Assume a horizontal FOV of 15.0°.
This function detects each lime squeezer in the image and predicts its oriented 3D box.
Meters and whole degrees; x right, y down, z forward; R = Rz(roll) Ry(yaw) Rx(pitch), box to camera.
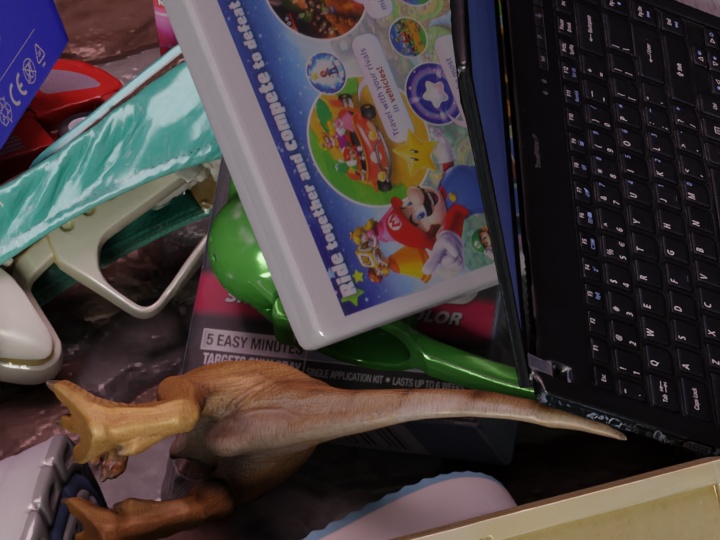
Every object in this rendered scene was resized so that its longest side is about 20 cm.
[{"bbox_3d":[0.000,0.000,0.826,0.071,0.038,0.200,-32,64,-32],"label":"lime squeezer"}]

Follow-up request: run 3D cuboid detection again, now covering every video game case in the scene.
[{"bbox_3d":[0.042,-0.072,0.822,0.200,0.144,0.018,-19,-6,-29],"label":"video game case"}]

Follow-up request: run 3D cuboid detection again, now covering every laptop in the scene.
[{"bbox_3d":[0.086,-0.053,0.735,0.199,0.103,0.178,18,45,-20],"label":"laptop"}]

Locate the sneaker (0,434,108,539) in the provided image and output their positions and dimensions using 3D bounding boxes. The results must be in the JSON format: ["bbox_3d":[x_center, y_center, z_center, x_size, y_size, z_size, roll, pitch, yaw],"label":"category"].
[{"bbox_3d":[-0.128,0.126,0.765,0.087,0.075,0.200,-10,28,17],"label":"sneaker"}]

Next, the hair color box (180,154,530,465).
[{"bbox_3d":[0.012,-0.045,0.880,0.099,0.061,0.201,5,74,15],"label":"hair color box"}]

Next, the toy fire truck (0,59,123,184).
[{"bbox_3d":[-0.185,-0.039,1.004,0.199,0.049,0.141,-19,37,-18],"label":"toy fire truck"}]

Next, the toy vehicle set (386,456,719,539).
[{"bbox_3d":[0.014,0.130,0.685,0.199,0.125,0.027,-13,-3,-9],"label":"toy vehicle set"}]

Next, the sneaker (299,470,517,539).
[{"bbox_3d":[-0.014,0.125,0.729,0.200,0.077,0.081,-29,43,-26],"label":"sneaker"}]

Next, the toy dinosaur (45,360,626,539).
[{"bbox_3d":[-0.029,0.043,0.773,0.106,0.061,0.200,-19,4,-28],"label":"toy dinosaur"}]

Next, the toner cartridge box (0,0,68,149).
[{"bbox_3d":[-0.175,-0.038,0.901,0.095,0.043,0.200,-7,32,20],"label":"toner cartridge box"}]

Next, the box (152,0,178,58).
[{"bbox_3d":[0.034,-0.087,0.989,0.199,0.103,0.095,6,37,15],"label":"box"}]

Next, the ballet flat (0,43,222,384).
[{"bbox_3d":[-0.105,-0.004,0.922,0.200,0.067,0.070,-34,72,-10],"label":"ballet flat"}]
